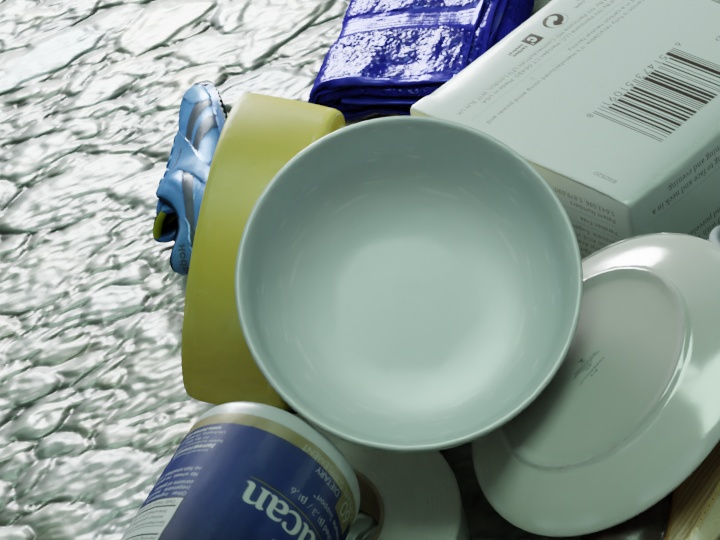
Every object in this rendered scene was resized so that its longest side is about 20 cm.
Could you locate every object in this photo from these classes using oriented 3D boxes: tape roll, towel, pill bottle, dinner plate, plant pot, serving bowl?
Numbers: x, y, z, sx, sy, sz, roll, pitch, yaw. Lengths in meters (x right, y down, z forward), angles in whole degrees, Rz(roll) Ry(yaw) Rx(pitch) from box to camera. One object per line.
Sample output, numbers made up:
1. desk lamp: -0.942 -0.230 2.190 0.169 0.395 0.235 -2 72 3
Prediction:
1. tape roll: -0.035 0.165 1.527 0.203 0.037 0.203 -8 40 7
2. towel: 0.052 -0.188 1.912 0.148 0.050 0.200 2 42 18
3. pill bottle: -0.086 0.178 1.410 0.111 0.111 0.200 8 45 25
4. dinner plate: 0.139 0.059 1.455 0.200 0.024 0.200 -29 40 28
5. plant pot: 0.000 0.000 1.604 0.189 0.201 0.201 10 43 7
6. serving bowl: 0.027 0.014 1.478 0.200 0.066 0.200 0 75 -1

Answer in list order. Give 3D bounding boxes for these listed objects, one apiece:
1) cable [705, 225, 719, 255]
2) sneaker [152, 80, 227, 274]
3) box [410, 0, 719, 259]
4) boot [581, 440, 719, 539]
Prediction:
1. cable: 0.290 0.031 1.499 0.200 0.069 0.200 11 13 -4
2. sneaker: -0.120 -0.068 1.809 0.078 0.066 0.200 -18 39 1
3. box: 0.176 -0.080 1.681 0.199 0.131 0.200 -39 44 -27
4. boot: 0.146 0.138 1.457 0.200 0.072 0.166 -46 39 -1
